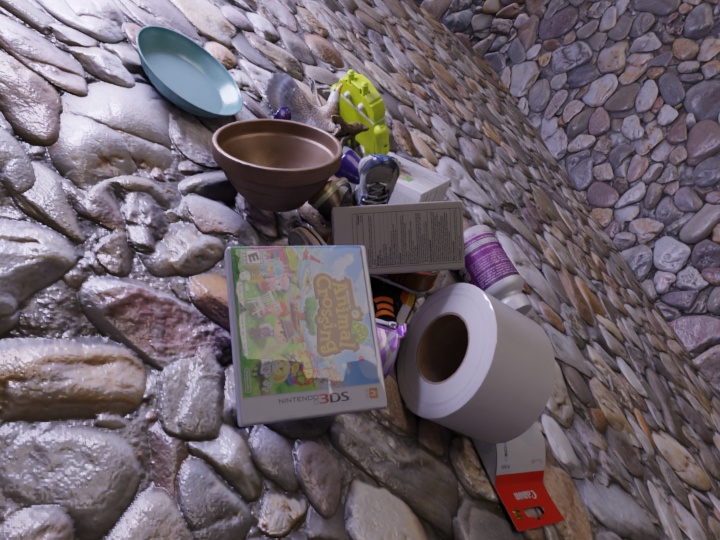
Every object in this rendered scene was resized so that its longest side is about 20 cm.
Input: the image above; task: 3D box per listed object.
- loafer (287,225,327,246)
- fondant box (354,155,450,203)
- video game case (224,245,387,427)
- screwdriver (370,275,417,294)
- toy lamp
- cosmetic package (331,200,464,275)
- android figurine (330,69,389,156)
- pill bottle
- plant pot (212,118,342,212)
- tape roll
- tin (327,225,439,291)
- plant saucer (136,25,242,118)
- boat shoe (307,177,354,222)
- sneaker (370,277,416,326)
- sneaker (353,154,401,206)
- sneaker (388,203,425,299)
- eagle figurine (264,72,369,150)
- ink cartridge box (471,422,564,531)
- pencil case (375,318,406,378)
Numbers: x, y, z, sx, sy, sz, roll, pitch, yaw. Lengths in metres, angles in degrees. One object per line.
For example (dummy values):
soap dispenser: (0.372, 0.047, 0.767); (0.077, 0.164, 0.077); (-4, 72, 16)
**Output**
loafer: (-0.063, 0.024, 0.894); (0.062, 0.072, 0.203); (-14, 66, -35)
fondant box: (0.093, -0.180, 1.311); (0.142, 0.059, 0.199); (26, 24, 16)
video game case: (-0.064, 0.070, 0.737); (0.178, 0.022, 0.205); (-1, 73, -24)
screwdriver: (0.000, 0.000, 0.983); (0.196, 0.028, 0.029); (24, 14, 3)
toy lamp: (-0.074, -0.228, 1.152); (0.198, 0.059, 0.058); (35, 28, 6)
cosmetic package: (0.054, -0.049, 0.943); (0.195, 0.108, 0.071); (-2, 4, -5)
android figurine: (0.000, -0.320, 1.288); (0.041, 0.202, 0.182); (-33, 63, -18)
pill bottle: (0.275, 0.014, 1.318); (0.111, 0.112, 0.203); (7, 47, -49)
plant pot: (-0.128, -0.154, 0.957); (0.195, 0.095, 0.203); (5, 33, -4)
tape roll: (0.167, 0.138, 0.927); (0.138, 0.202, 0.205); (27, 34, -31)
tin: (0.037, -0.023, 1.043); (0.196, 0.043, 0.112); (23, 27, 6)
plant saucer: (-0.289, -0.322, 1.042); (0.198, 0.036, 0.202); (34, 32, -25)
boat shoe: (-0.043, -0.114, 1.066); (0.065, 0.073, 0.200); (52, 14, -3)
sneaker: (0.023, 0.075, 0.961); (0.089, 0.071, 0.201); (31, 29, 2)
sneaker: (0.027, -0.124, 1.091); (0.075, 0.201, 0.087); (3, 64, -6)
sneaker: (0.100, -0.031, 1.173); (0.114, 0.075, 0.203); (16, 43, -45)
eagle figurine: (-0.082, -0.311, 1.251); (0.198, 0.151, 0.153); (28, -26, 29)
ink cartridge box: (0.257, 0.303, 1.004); (0.158, 0.047, 0.203); (15, 40, -45)
pencil case: (-0.039, 0.076, 0.802); (0.196, 0.086, 0.085); (20, 37, -17)
